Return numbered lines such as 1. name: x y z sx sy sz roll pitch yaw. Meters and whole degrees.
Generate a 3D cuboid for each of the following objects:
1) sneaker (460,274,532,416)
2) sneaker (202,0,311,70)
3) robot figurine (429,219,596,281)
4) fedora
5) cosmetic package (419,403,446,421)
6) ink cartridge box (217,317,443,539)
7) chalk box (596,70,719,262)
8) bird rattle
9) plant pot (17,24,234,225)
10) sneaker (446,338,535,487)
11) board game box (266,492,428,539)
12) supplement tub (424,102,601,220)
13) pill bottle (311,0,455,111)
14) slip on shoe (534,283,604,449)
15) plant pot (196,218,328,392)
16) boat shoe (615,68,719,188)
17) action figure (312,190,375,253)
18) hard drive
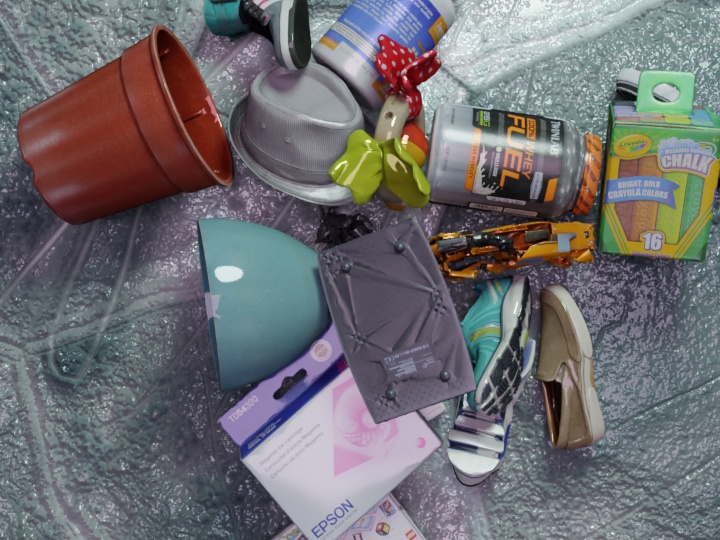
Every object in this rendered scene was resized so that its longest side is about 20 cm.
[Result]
1. sneaker: 0.152 0.087 1.181 0.079 0.078 0.201 -1 44 22
2. sneaker: -0.127 -0.301 1.198 0.120 0.084 0.201 -13 46 8
3. robot figurine: 0.169 -0.023 1.193 0.199 0.145 0.059 -7 87 -8
4. fedora: -0.059 -0.177 1.182 0.200 0.091 0.177 36 56 18
5. cosmetic package: 0.001 0.188 1.232 0.199 0.051 0.083 -32 87 0
6. ink cartridge box: -0.038 0.192 1.188 0.196 0.043 0.200 -42 89 0
7. chalk box: 0.344 -0.127 1.159 0.124 0.124 0.201 5 112 11
8. bird rattle: 0.038 -0.158 1.150 0.112 0.163 0.201 3 67 12
9. plant pot: -0.279 -0.156 1.182 0.194 0.201 0.202 -22 89 8
10. sneaker: 0.148 0.177 1.218 0.080 0.115 0.200 17 58 10
11. board game box: -0.030 0.347 1.237 0.200 0.035 0.127 -37 89 0
12. supplement tub: 0.179 -0.128 1.201 0.199 0.123 0.123 7 89 1
13. pill bottle: 0.044 -0.301 1.211 0.112 0.112 0.200 41 90 1
14. slip on shoe: 0.242 0.119 1.219 0.060 0.076 0.201 -14 96 -16
15. plant pot: -0.112 0.032 1.173 0.134 0.200 0.201 -7 89 -11
16. boat shoe: 0.390 -0.173 1.228 0.199 0.069 0.057 35 90 -1
17. action figure: 0.000 0.000 1.206 0.200 0.119 0.102 45 85 -4
18. hard drive: 0.041 0.055 1.115 0.134 0.042 0.201 -21 86 11
